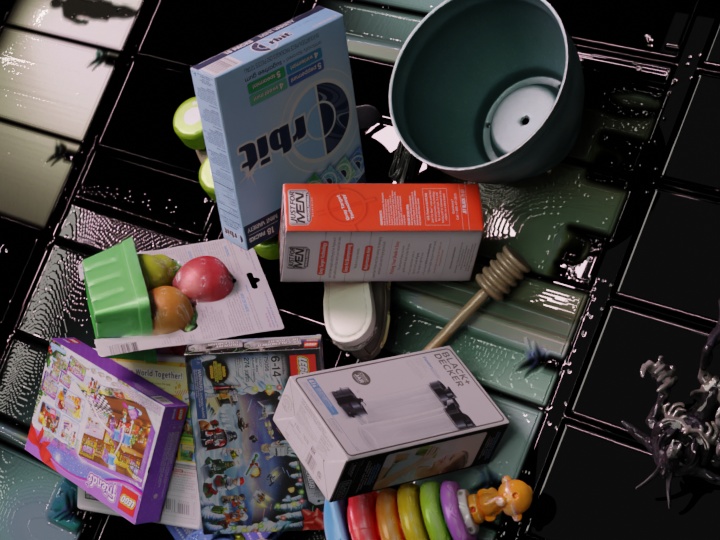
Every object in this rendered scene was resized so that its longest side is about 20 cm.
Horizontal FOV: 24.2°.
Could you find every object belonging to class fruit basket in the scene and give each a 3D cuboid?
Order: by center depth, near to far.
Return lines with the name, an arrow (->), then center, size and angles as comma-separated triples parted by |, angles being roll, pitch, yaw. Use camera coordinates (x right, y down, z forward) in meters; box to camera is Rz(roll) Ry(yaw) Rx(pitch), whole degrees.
fruit basket -> -0.199, 0.032, 1.830 | 0.186, 0.199, 0.094 | -116, 27, -52

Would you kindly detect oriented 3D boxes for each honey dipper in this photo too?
honey dipper -> 0.093, 0.057, 1.723 | 0.200, 0.038, 0.038 | -46, 54, 13

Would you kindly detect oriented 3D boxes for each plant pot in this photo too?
plant pot -> 0.147, -0.171, 1.714 | 0.199, 0.134, 0.202 | -12, 65, 28

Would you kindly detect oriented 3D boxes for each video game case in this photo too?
video game case -> -0.237, 0.182, 1.844 | 0.199, 0.023, 0.183 | 2, 91, 40

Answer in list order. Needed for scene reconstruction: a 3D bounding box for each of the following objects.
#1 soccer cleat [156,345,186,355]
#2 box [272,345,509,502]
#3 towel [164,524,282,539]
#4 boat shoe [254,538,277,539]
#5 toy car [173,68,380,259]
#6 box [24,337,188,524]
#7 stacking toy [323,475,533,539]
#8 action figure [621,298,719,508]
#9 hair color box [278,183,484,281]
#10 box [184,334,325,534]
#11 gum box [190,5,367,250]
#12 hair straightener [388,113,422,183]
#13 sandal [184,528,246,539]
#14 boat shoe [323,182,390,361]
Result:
soccer cleat -> -0.203, 0.094, 1.861 | 0.199, 0.077, 0.067 | 23, 42, 40
box -> 0.031, 0.145, 1.626 | 0.117, 0.199, 0.060 | 53, 135, 35
towel -> -0.125, 0.233, 1.799 | 0.200, 0.024, 0.145 | -48, 53, 8
boat shoe -> -0.055, 0.305, 1.649 | 0.200, 0.061, 0.075 | 175, 96, -69
toy car -> -0.074, -0.138, 1.838 | 0.199, 0.164, 0.158 | -31, 57, 4
box -> -0.281, 0.173, 1.840 | 0.199, 0.039, 0.138 | 26, 106, 37
stacking toy -> 0.074, 0.242, 1.632 | 0.199, 0.110, 0.117 | -20, 72, 12
action figure -> 0.309, 0.116, 1.522 | 0.118, 0.102, 0.201 | 29, 87, 25
hair color box -> 0.019, -0.038, 1.703 | 0.199, 0.102, 0.062 | -1, 59, -7
box -> -0.099, 0.166, 1.686 | 0.136, 0.040, 0.201 | -4, 109, 3
gum box -> -0.079, -0.146, 1.727 | 0.169, 0.201, 0.044 | -30, 39, -31
hair straightener -> 0.048, -0.139, 1.784 | 0.041, 0.077, 0.201 | 13, 69, 15
sandal -> -0.154, 0.301, 1.692 | 0.200, 0.087, 0.080 | -172, 96, -69
boat shoe -> -0.003, 0.001, 1.783 | 0.072, 0.060, 0.203 | -12, 55, 19
